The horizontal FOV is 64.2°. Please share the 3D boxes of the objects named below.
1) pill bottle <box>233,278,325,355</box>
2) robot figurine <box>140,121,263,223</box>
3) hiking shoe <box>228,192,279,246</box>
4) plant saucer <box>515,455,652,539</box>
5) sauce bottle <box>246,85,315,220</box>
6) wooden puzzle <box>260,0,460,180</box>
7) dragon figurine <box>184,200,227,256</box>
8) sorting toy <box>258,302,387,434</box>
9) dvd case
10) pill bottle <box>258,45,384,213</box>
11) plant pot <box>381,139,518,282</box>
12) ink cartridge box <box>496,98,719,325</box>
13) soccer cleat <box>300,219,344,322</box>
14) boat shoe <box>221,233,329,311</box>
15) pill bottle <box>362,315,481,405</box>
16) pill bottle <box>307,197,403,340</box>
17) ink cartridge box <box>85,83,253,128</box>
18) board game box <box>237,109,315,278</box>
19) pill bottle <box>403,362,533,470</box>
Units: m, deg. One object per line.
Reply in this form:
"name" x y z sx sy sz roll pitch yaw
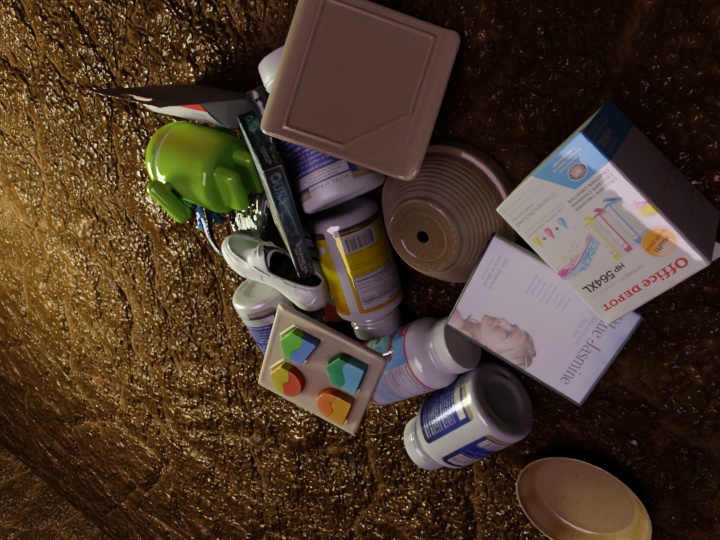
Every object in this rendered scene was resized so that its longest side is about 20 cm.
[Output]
"pill bottle" -0.123 0.102 0.996 0.119 0.120 0.201 -2 125 37
"robot figurine" -0.241 -0.159 0.875 0.199 0.176 0.116 21 148 24
"hiking shoe" -0.181 -0.096 0.962 0.100 0.076 0.201 33 133 11
"plant saucer" 0.342 0.358 0.886 0.199 0.035 0.202 18 126 27
"sauce bottle" -0.112 -0.178 0.867 0.064 0.065 0.201 -7 113 39
"wooden puzzle" -0.001 -0.222 0.684 0.198 0.037 0.187 18 91 0
"dragon figurine" -0.266 -0.121 0.974 0.100 0.058 0.201 89 169 -64
"sorting toy" -0.069 0.163 0.899 0.184 0.037 0.201 26 128 9
"dvd case" 0.220 0.062 0.713 0.199 0.018 0.143 30 115 14
"pill bottle" -0.056 -0.190 0.763 0.119 0.119 0.201 -19 95 42
"plant pot" 0.102 -0.063 0.763 0.200 0.093 0.202 19 126 28
"ink cartridge box" 0.275 -0.054 0.617 0.200 0.125 0.129 47 134 4
"soccer cleat" -0.060 -0.010 0.946 0.076 0.067 0.201 -23 98 11
"boat shoe" -0.135 -0.010 0.884 0.199 0.072 0.069 36 150 20
"pill bottle" 0.084 0.136 0.889 0.199 0.109 0.109 -30 98 43
"pill bottle" 0.000 0.000 0.865 0.109 0.109 0.201 -2 116 37
"ink cartridge box" -0.267 -0.240 0.849 0.160 0.200 0.050 18 119 27
"board game box" -0.114 -0.101 0.795 0.201 0.028 0.136 78 167 -49
"pill bottle" 0.157 0.236 0.889 0.120 0.120 0.200 47 134 3
